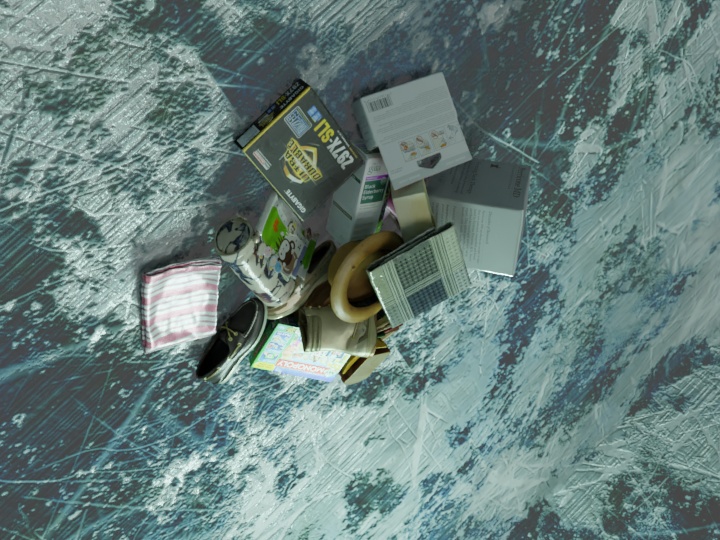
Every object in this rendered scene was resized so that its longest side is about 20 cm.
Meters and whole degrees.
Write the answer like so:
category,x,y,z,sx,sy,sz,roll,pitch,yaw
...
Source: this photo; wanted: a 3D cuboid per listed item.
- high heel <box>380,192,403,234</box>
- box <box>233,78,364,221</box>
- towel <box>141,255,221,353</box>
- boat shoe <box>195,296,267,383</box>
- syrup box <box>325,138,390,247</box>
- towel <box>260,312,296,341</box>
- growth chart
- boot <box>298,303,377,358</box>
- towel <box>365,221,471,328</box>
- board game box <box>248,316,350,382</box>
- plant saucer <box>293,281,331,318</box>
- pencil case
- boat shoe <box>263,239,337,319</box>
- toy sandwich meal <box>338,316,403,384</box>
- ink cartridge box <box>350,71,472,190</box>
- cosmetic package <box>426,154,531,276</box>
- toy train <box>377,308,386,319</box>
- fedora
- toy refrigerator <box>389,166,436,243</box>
category,x,y,z,sx,sy,sz,roll,pitch,yaw
high heel,0.099,-0.125,1.770,0.198,0.068,0.097,14,116,-49
box,-0.103,-0.206,1.492,0.160,0.049,0.200,-44,134,-4
towel,-0.322,0.065,1.538,0.144,0.030,0.203,-14,137,-28
boat shoe,-0.250,0.136,1.654,0.060,0.072,0.203,10,117,-52
syrup box,0.002,-0.148,1.644,0.078,0.081,0.203,-13,132,-36
towel,-0.124,0.108,1.795,0.198,0.022,0.148,-31,140,-21
growth chart,-0.137,-0.056,1.581,0.200,0.017,0.147,52,44,-52
boot,-0.047,0.071,1.700,0.152,0.204,0.073,4,157,-14
towel,0.114,0.007,1.636,0.190,0.035,0.201,-28,139,-3
board game box,-0.115,0.162,1.765,0.197,0.029,0.136,14,126,-30
plant saucer,-0.055,0.093,1.808,0.198,0.037,0.203,-27,137,-28
pencil case,-0.192,-0.018,1.571,0.091,0.076,0.201,-65,147,-21
boat shoe,-0.121,0.016,1.681,0.199,0.072,0.066,-38,134,-18
toy sandwich meal,0.023,0.177,1.893,0.203,0.071,0.206,-30,165,-8
ink cartridge box,0.098,-0.258,1.588,0.197,0.043,0.177,-23,95,-29
cosmetic package,0.239,-0.116,1.759,0.169,0.195,0.169,-67,162,-49
toy train,0.054,0.106,1.955,0.197,0.042,0.057,-26,148,-26
fedora,0.000,0.000,1.632,0.199,0.081,0.204,-30,136,-33
toy refrigerator,0.111,-0.092,1.637,0.068,0.077,0.202,-11,133,7
